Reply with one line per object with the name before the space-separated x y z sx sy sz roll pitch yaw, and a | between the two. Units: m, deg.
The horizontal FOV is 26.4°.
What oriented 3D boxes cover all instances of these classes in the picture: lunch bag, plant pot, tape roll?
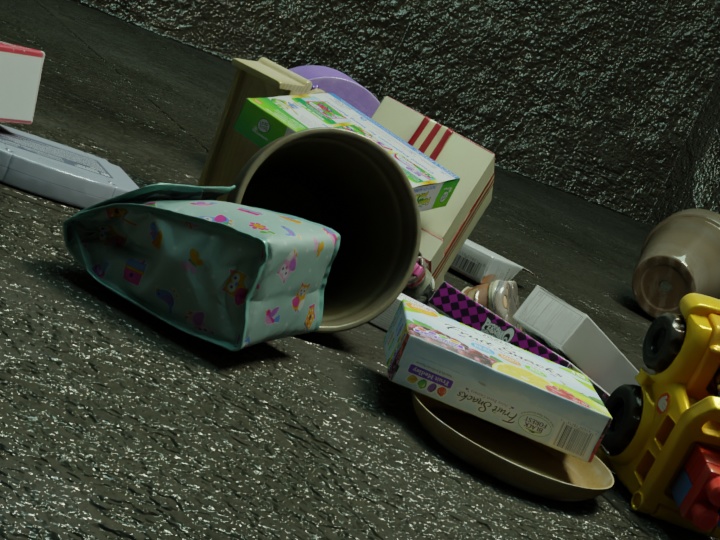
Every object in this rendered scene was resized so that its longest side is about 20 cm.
lunch bag | -0.143 -0.014 1.368 0.200 0.122 0.170 20 10 22
plant pot | -0.062 -0.043 1.567 0.200 0.200 0.174 20 -5 -22
plant pot | 0.559 0.007 2.663 0.200 0.200 0.174 29 27 23
tape roll | -0.061 -0.182 2.153 0.200 0.200 0.085 20 12 -22
plant pot | 0.133 0.157 1.386 0.200 0.028 0.200 23 10 -4

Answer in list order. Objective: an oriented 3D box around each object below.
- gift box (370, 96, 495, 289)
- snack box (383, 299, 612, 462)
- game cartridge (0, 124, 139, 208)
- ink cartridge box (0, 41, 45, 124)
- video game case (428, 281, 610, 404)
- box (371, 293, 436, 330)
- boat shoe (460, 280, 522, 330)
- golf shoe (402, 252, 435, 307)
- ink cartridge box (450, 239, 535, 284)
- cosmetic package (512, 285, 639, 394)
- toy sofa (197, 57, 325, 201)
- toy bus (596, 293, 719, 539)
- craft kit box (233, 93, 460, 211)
gift box | 0.060 -0.069 1.909 0.184 0.187 0.200 29 -15 17
snack box | 0.123 0.100 1.428 0.200 0.053 0.142 23 9 -6
game cartridge | -0.336 -0.110 1.638 0.200 0.041 0.133 18 9 -31
ink cartridge box | -0.460 -0.216 1.623 0.200 0.083 0.145 16 10 29
video game case | 0.188 0.100 1.647 0.200 0.036 0.181 34 -2 44
box | -0.005 0.025 1.697 0.200 0.041 0.039 26 11 11
boat shoe | 0.152 0.048 1.837 0.072 0.076 0.200 -7 -12 11
golf shoe | 0.000 0.000 1.799 0.200 0.073 0.092 24 -26 36
ink cartridge box | 0.158 -0.022 2.312 0.162 0.050 0.200 29 3 25
cosmetic package | 0.253 0.098 1.717 0.083 0.051 0.200 37 -4 46
toy sofa | -0.127 -0.151 1.855 0.083 0.200 0.098 30 18 30
toy bus | 0.323 0.148 1.417 0.136 0.200 0.192 21 19 -13
craft kit box | -0.012 -0.132 1.736 0.200 0.049 0.197 35 19 20
